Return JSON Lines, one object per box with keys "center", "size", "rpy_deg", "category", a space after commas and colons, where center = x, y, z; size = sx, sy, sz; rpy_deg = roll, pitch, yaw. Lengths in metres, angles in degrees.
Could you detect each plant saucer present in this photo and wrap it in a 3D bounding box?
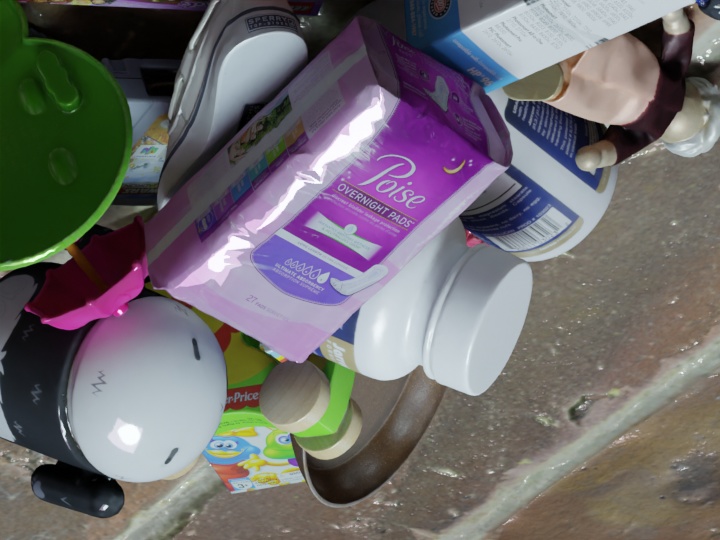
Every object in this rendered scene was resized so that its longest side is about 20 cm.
{"center": [0.007, 0.071, 2.016], "size": [0.034, 0.201, 0.201], "rpy_deg": [25, 160, 27], "category": "plant saucer"}

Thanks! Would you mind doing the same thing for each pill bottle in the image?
{"center": [0.000, 0.000, 1.765], "size": [0.199, 0.120, 0.120], "rpy_deg": [22, 155, 20], "category": "pill bottle"}
{"center": [0.068, -0.093, 1.790], "size": [0.111, 0.112, 0.200], "rpy_deg": [-23, 144, 29], "category": "pill bottle"}

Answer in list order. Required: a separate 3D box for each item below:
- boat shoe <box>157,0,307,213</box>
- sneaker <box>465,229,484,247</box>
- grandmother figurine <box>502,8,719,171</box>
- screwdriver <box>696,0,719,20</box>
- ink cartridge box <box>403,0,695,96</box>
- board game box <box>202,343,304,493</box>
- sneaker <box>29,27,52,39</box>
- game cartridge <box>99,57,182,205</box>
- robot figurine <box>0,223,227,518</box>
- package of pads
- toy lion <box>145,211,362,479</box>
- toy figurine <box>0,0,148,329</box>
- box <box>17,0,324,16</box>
{"center": [-0.082, -0.098, 1.666], "size": [0.071, 0.066, 0.200], "rpy_deg": [-5, 145, -17], "category": "boat shoe"}
{"center": [0.028, -0.031, 1.903], "size": [0.199, 0.081, 0.075], "rpy_deg": [1, 166, -24], "category": "sneaker"}
{"center": [0.172, -0.119, 1.788], "size": [0.122, 0.061, 0.200], "rpy_deg": [-53, 144, 11], "category": "grandmother figurine"}
{"center": [0.180, -0.178, 1.737], "size": [0.199, 0.028, 0.029], "rpy_deg": [10, 176, -27], "category": "screwdriver"}
{"center": [0.123, -0.192, 1.626], "size": [0.199, 0.117, 0.068], "rpy_deg": [-22, 144, 29], "category": "ink cartridge box"}
{"center": [-0.079, 0.068, 2.048], "size": [0.104, 0.104, 0.200], "rpy_deg": [-11, 148, 12], "category": "board game box"}
{"center": [-0.243, -0.116, 1.748], "size": [0.070, 0.083, 0.199], "rpy_deg": [-27, 144, 36], "category": "sneaker"}
{"center": [-0.114, -0.087, 1.810], "size": [0.199, 0.042, 0.133], "rpy_deg": [-1, 148, -34], "category": "game cartridge"}
{"center": [-0.175, 0.064, 1.816], "size": [0.199, 0.125, 0.151], "rpy_deg": [15, 137, 41], "category": "robot figurine"}
{"center": [-0.019, -0.043, 1.633], "size": [0.120, 0.076, 0.200], "rpy_deg": [27, 121, -37], "category": "package of pads"}
{"center": [-0.092, 0.036, 1.902], "size": [0.199, 0.193, 0.069], "rpy_deg": [-8, 152, 27], "category": "toy lion"}
{"center": [-0.193, -0.048, 1.692], "size": [0.149, 0.201, 0.184], "rpy_deg": [-27, 151, -1], "category": "toy figurine"}
{"center": [-0.112, -0.189, 1.644], "size": [0.199, 0.039, 0.137], "rpy_deg": [2, 169, -8], "category": "box"}
